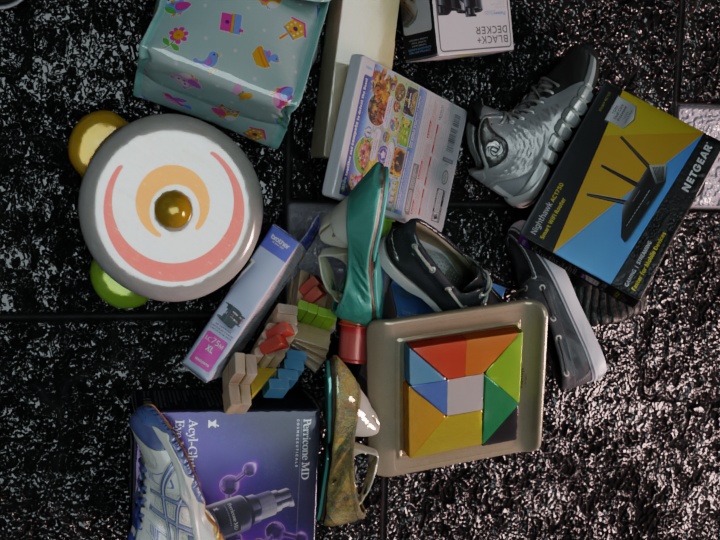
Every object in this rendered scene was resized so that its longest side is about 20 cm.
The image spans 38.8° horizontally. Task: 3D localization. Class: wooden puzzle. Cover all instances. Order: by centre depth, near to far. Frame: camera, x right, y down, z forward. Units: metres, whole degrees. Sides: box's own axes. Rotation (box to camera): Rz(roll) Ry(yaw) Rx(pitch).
[{"bbox_3d":[0.106,0.131,1.101,0.197,0.037,0.188,-6,112,-11],"label":"wooden puzzle"}]

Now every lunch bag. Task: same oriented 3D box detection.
[{"bbox_3d":[-0.121,-0.253,1.040,0.168,0.122,0.202,20,67,-9],"label":"lunch bag"}]

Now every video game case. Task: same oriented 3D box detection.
[{"bbox_3d":[0.041,-0.129,1.088,0.199,0.018,0.145,15,87,-51],"label":"video game case"}]

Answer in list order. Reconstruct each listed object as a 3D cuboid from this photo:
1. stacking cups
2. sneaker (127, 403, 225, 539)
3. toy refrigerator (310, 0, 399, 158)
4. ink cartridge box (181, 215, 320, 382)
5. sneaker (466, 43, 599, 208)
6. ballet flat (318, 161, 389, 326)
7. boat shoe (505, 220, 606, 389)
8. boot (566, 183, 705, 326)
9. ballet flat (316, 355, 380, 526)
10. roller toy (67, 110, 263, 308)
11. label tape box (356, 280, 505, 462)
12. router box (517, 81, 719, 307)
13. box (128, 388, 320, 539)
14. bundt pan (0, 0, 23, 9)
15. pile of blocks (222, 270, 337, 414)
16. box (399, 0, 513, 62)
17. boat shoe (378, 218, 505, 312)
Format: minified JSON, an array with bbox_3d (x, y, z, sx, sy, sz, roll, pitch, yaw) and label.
[{"bbox_3d":[0.000,0.000,1.130,0.060,0.060,0.203,8,93,-15],"label":"stacking cups"},{"bbox_3d":[-0.193,0.232,0.994,0.087,0.075,0.202,-22,100,-10],"label":"sneaker"},{"bbox_3d":[-0.003,-0.219,1.100,0.069,0.076,0.203,7,94,-15],"label":"toy refrigerator"},{"bbox_3d":[-0.110,0.022,1.076,0.042,0.119,0.201,35,88,2],"label":"ink cartridge box"},{"bbox_3d":[0.183,-0.181,1.150,0.114,0.075,0.202,25,90,-16],"label":"sneaker"},{"bbox_3d":[-0.009,-0.021,1.029,0.069,0.068,0.202,4,132,3],"label":"ballet flat"},{"bbox_3d":[0.206,0.042,1.162,0.066,0.070,0.202,-23,82,-12],"label":"boat shoe"},{"bbox_3d":[0.323,-0.032,1.198,0.208,0.079,0.160,-17,93,-1],"label":"boot"},{"bbox_3d":[-0.011,0.181,1.081,0.070,0.071,0.203,-1,112,-14],"label":"ballet flat"},{"bbox_3d":[-0.193,-0.067,1.036,0.180,0.140,0.203,-10,98,-13],"label":"roller toy"},{"bbox_3d":[0.084,0.098,1.163,0.142,0.063,0.203,18,92,-16],"label":"label tape box"},{"bbox_3d":[0.284,-0.083,1.124,0.148,0.051,0.202,29,81,11],"label":"router box"},{"bbox_3d":[-0.147,0.208,1.096,0.197,0.104,0.150,0,96,-14],"label":"box"},{"bbox_3d":[-0.374,-0.349,0.992,0.199,0.076,0.205,-2,97,-13],"label":"bundt pan"},{"bbox_3d":[-0.071,0.074,1.072,0.082,0.062,0.201,36,51,-1],"label":"pile of blocks"},{"bbox_3d":[0.098,-0.332,1.103,0.115,0.060,0.203,-11,99,-35],"label":"box"},{"bbox_3d":[0.106,0.015,1.107,0.199,0.060,0.076,31,44,-28],"label":"boat shoe"}]
